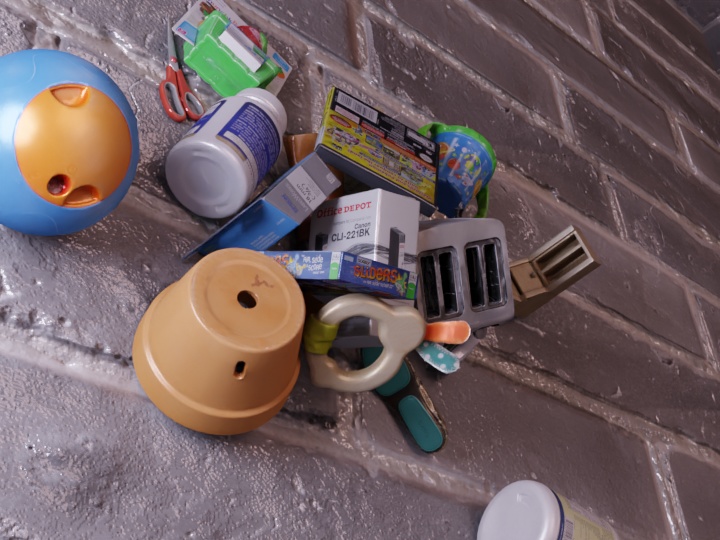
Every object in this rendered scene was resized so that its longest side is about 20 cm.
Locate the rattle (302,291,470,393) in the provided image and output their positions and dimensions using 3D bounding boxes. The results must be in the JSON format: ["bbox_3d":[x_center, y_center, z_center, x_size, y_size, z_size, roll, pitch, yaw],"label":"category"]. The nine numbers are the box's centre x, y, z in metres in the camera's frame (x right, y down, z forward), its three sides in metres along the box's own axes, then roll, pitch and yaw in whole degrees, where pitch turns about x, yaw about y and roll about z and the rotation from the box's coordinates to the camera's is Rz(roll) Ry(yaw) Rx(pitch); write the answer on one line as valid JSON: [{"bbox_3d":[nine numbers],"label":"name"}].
[{"bbox_3d":[0.023,0.075,1.211,0.198,0.143,0.131,-13,94,-9],"label":"rattle"}]

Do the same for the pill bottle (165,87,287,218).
[{"bbox_3d":[-0.176,-0.171,1.337,0.120,0.119,0.200,44,37,-13],"label":"pill bottle"}]

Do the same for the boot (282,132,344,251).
[{"bbox_3d":[-0.030,-0.106,1.463,0.187,0.068,0.202,-2,80,-35],"label":"boot"}]

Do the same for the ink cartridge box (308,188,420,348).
[{"bbox_3d":[0.000,0.000,1.322,0.083,0.144,0.202,15,74,-41],"label":"ink cartridge box"}]

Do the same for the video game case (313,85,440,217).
[{"bbox_3d":[0.029,-0.182,1.460,0.199,0.026,0.181,27,36,-14],"label":"video game case"}]

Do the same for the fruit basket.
[{"bbox_3d":[-0.186,-0.345,1.489,0.185,0.094,0.200,43,34,-16],"label":"fruit basket"}]

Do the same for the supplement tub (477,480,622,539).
[{"bbox_3d":[0.280,0.400,1.373,0.199,0.145,0.146,33,41,-27],"label":"supplement tub"}]

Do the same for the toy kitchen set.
[{"bbox_3d":[0.268,-0.043,1.665,0.200,0.180,0.164,17,41,-54],"label":"toy kitchen set"}]

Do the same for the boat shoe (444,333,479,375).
[{"bbox_3d":[0.154,0.105,1.544,0.062,0.072,0.200,41,26,4],"label":"boat shoe"}]

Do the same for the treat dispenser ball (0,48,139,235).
[{"bbox_3d":[-0.343,-0.139,1.055,0.200,0.201,0.202,29,43,-31],"label":"treat dispenser ball"}]

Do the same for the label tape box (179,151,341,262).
[{"bbox_3d":[-0.129,-0.064,1.285,0.063,0.144,0.200,51,37,-8],"label":"label tape box"}]

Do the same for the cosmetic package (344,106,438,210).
[{"bbox_3d":[0.029,-0.154,1.568,0.071,0.105,0.201,-17,73,-52],"label":"cosmetic package"}]

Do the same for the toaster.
[{"bbox_3d":[0.120,0.008,1.421,0.180,0.118,0.202,-10,96,-30],"label":"toaster"}]

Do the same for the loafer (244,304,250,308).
[{"bbox_3d":[-0.108,0.063,1.273,0.072,0.063,0.201,17,50,-37],"label":"loafer"}]

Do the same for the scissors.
[{"bbox_3d":[-0.278,-0.300,1.414,0.073,0.014,0.201,1,62,-47],"label":"scissors"}]

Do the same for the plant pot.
[{"bbox_3d":[-0.150,0.069,1.113,0.199,0.140,0.201,13,51,-17],"label":"plant pot"}]

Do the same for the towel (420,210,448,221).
[{"bbox_3d":[0.104,0.013,1.499,0.132,0.034,0.201,39,72,-25],"label":"towel"}]

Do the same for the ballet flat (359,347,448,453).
[{"bbox_3d":[0.063,0.170,1.392,0.201,0.068,0.075,57,14,-5],"label":"ballet flat"}]

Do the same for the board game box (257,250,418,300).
[{"bbox_3d":[-0.046,0.006,1.191,0.135,0.199,0.035,16,80,-45],"label":"board game box"}]

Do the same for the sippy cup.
[{"bbox_3d":[0.158,-0.165,1.711,0.177,0.140,0.131,27,50,4],"label":"sippy cup"}]
